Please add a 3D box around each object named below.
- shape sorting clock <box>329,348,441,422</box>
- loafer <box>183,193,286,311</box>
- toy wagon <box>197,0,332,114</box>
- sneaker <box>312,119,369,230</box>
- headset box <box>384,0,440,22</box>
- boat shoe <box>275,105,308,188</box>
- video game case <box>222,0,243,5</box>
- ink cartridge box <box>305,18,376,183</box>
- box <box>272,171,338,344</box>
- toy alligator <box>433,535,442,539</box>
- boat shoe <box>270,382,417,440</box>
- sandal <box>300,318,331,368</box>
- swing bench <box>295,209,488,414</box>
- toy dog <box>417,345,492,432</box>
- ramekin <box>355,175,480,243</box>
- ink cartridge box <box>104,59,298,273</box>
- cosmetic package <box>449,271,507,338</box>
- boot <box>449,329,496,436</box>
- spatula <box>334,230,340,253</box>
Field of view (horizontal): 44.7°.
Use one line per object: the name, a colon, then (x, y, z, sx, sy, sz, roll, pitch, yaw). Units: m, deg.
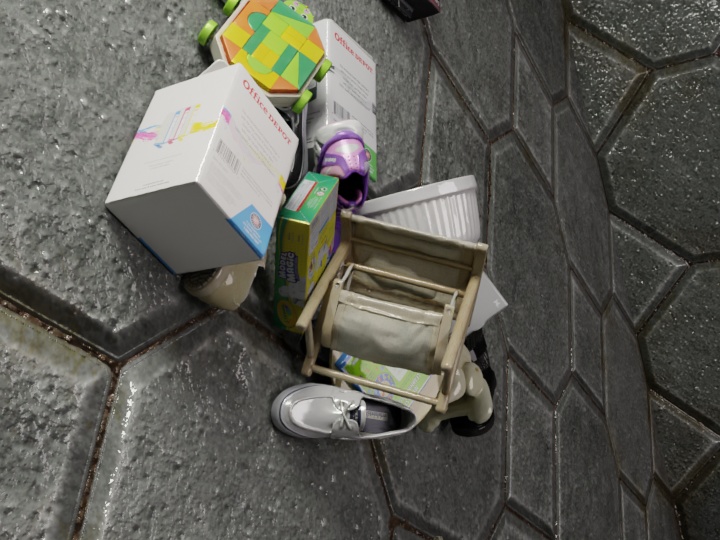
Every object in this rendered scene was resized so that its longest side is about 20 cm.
shape sorting clock: (0.038, 0.131, 1.240, 0.199, 0.039, 0.201, 7, 78, -33)
loafer: (-0.142, -0.033, 1.043, 0.068, 0.075, 0.200, 58, 44, -37)
toy wagon: (-0.109, -0.294, 1.122, 0.155, 0.040, 0.200, 35, 52, -10)
sneaker: (-0.027, -0.108, 1.187, 0.200, 0.080, 0.089, 101, -29, -56)
headset box: (0.082, -0.571, 1.627, 0.149, 0.077, 0.201, 18, 67, -59)
boat shoe: (-0.112, -0.209, 1.151, 0.068, 0.073, 0.200, -5, 94, -76)
video game case: (-0.203, -0.462, 1.119, 0.200, 0.023, 0.183, 38, 49, -51)
ink cartridge box: (-0.043, -0.237, 1.275, 0.146, 0.084, 0.201, 29, 56, -56)
box: (-0.071, -0.012, 1.125, 0.117, 0.048, 0.201, -62, 161, -51)
toy alligator: (0.075, 0.472, 1.304, 0.054, 0.059, 0.200, 28, 44, -5)
boat shoe: (-0.016, 0.183, 1.133, 0.199, 0.065, 0.074, 4, 82, -33)
sandal: (-0.018, 0.131, 1.251, 0.200, 0.048, 0.076, 40, 51, -33)
swing bench: (0.043, 0.049, 1.134, 0.130, 0.198, 0.201, 90, 17, -55)
toy dog: (0.108, 0.147, 1.378, 0.200, 0.139, 0.195, 37, 55, -47)
ramekin: (0.090, -0.072, 1.345, 0.200, 0.199, 0.106, -20, 97, -62)
ink cartridge box: (-0.165, -0.119, 0.965, 0.129, 0.125, 0.201, 52, 38, -42)
cosmetic package: (0.145, 0.035, 1.330, 0.090, 0.107, 0.200, 53, 3, -5)
boot: (0.191, 0.182, 1.578, 0.211, 0.079, 0.158, -69, 148, -60)
spatula: (0.000, 0.000, 1.312, 0.200, 0.021, 0.057, 57, 30, -2)
